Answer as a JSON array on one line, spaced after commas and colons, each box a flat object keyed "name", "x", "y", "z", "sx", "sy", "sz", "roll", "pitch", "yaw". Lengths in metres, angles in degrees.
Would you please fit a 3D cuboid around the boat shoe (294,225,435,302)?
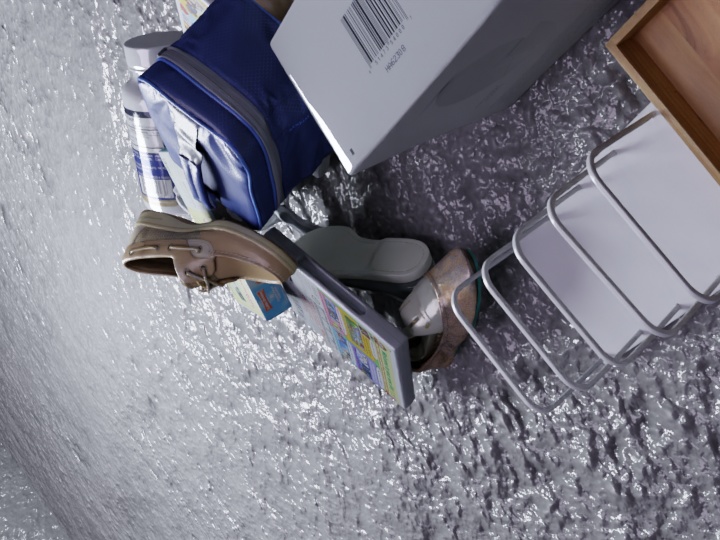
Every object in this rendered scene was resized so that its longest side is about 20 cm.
[{"name": "boat shoe", "x": 0.000, "y": 0.000, "z": 0.883, "sx": 0.198, "sy": 0.073, "sz": 0.062, "roll": 8, "pitch": 142, "yaw": 40}]

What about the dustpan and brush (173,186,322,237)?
[{"name": "dustpan and brush", "x": -0.111, "y": -0.085, "z": 0.951, "sx": 0.198, "sy": 0.057, "sz": 0.141, "roll": 29, "pitch": 114, "yaw": -12}]

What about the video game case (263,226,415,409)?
[{"name": "video game case", "x": -0.017, "y": 0.056, "z": 0.864, "sx": 0.181, "sy": 0.022, "sz": 0.201, "roll": 39, "pitch": 164, "yaw": 21}]

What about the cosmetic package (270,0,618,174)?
[{"name": "cosmetic package", "x": 0.074, "y": -0.194, "z": 0.573, "sx": 0.124, "sy": 0.198, "sz": 0.199, "roll": 58, "pitch": 142, "yaw": 8}]

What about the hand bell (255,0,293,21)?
[{"name": "hand bell", "x": -0.044, "y": -0.205, "z": 0.814, "sx": 0.103, "sy": 0.104, "sz": 0.202, "roll": 3, "pitch": 128, "yaw": 47}]

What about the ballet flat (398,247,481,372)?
[{"name": "ballet flat", "x": 0.070, "y": 0.050, "z": 0.792, "sx": 0.201, "sy": 0.066, "sz": 0.069, "roll": 93, "pitch": 159, "yaw": -57}]

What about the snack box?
[{"name": "snack box", "x": -0.149, "y": -0.047, "z": 0.893, "sx": 0.116, "sy": 0.037, "sz": 0.202, "roll": 19, "pitch": 137, "yaw": 64}]

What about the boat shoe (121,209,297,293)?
[{"name": "boat shoe", "x": -0.150, "y": -0.008, "z": 0.800, "sx": 0.197, "sy": 0.065, "sz": 0.071, "roll": 11, "pitch": 155, "yaw": 32}]

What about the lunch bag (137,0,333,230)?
[{"name": "lunch bag", "x": -0.112, "y": -0.128, "z": 0.734, "sx": 0.135, "sy": 0.133, "sz": 0.200, "roll": 39, "pitch": 164, "yaw": 12}]

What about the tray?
[{"name": "tray", "x": 0.265, "y": -0.111, "z": 0.543, "sx": 0.201, "sy": 0.037, "sz": 0.099, "roll": 54, "pitch": 141, "yaw": 8}]

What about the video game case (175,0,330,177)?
[{"name": "video game case", "x": -0.107, "y": -0.198, "z": 0.835, "sx": 0.200, "sy": 0.023, "sz": 0.182, "roll": 42, "pitch": 165, "yaw": 7}]

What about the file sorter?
[{"name": "file sorter", "x": 0.185, "y": -0.001, "z": 0.632, "sx": 0.139, "sy": 0.124, "sz": 0.200, "roll": 51, "pitch": 141, "yaw": 10}]

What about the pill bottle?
[{"name": "pill bottle", "x": -0.229, "y": -0.181, "z": 0.999, "sx": 0.110, "sy": 0.110, "sz": 0.203, "roll": 22, "pitch": 128, "yaw": 39}]
